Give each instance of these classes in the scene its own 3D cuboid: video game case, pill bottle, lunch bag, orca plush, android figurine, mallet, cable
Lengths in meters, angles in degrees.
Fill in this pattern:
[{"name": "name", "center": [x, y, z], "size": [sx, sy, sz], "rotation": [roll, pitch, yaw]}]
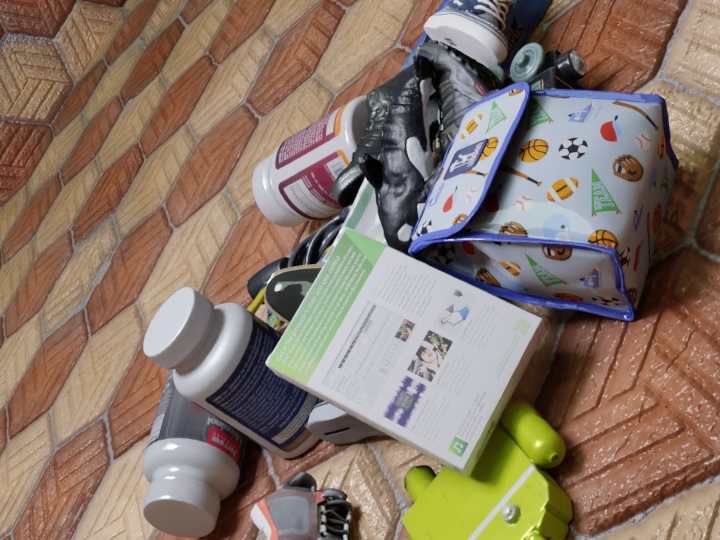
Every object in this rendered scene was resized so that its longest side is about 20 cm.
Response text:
[{"name": "video game case", "center": [0.136, -0.286, 1.430], "size": [0.201, 0.045, 0.181], "rotation": [-59, 27, -10]}, {"name": "pill bottle", "center": [-0.183, 0.192, 1.307], "size": [0.110, 0.110, 0.201], "rotation": [-30, 36, 36]}, {"name": "pill bottle", "center": [-0.039, -0.129, 1.449], "size": [0.199, 0.114, 0.115], "rotation": [-23, 40, 44]}, {"name": "lunch bag", "center": [0.154, -0.067, 1.001], "size": [0.198, 0.124, 0.171], "rotation": [9, 59, 29]}, {"name": "orca plush", "center": [0.036, -0.113, 1.151], "size": [0.105, 0.070, 0.203], "rotation": [30, 114, 58]}, {"name": "android figurine", "center": [0.098, 0.197, 0.945], "size": [0.182, 0.041, 0.200], "rotation": [-50, 26, 7]}, {"name": "mallet", "center": [-0.138, 0.058, 1.356], "size": [0.066, 0.041, 0.200], "rotation": [-28, 18, 43]}, {"name": "cable", "center": [0.000, 0.000, 1.273], "size": [0.198, 0.051, 0.165], "rotation": [-23, 55, 18]}, {"name": "pill bottle", "center": [-0.126, 0.105, 1.222], "size": [0.111, 0.199, 0.112], "rotation": [-36, 32, 28]}]

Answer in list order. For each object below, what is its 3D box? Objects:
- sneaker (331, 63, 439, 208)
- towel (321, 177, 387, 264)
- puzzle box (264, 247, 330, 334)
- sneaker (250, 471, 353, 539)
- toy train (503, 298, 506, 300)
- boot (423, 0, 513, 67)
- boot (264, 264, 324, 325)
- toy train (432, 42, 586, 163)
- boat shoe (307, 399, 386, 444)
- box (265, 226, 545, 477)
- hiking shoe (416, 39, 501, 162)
[{"name": "sneaker", "center": [0.032, -0.163, 1.333], "size": [0.199, 0.060, 0.104], "rotation": [-37, 56, -3]}, {"name": "towel", "center": [0.064, -0.039, 1.199], "size": [0.199, 0.031, 0.150], "rotation": [16, 75, 39]}, {"name": "puzzle box", "center": [-0.039, 0.000, 1.396], "size": [0.199, 0.025, 0.134], "rotation": [-34, 33, 33]}, {"name": "sneaker", "center": [-0.041, 0.240, 1.078], "size": [0.082, 0.077, 0.200], "rotation": [-49, 28, -5]}, {"name": "toy train", "center": [0.142, -0.021, 1.108], "size": [0.056, 0.042, 0.201], "rotation": [32, 85, 34]}, {"name": "boot", "center": [0.136, -0.288, 1.300], "size": [0.090, 0.073, 0.200], "rotation": [-48, 23, 3]}, {"name": "boot", "center": [-0.018, 0.041, 1.095], "size": [0.198, 0.138, 0.078], "rotation": [13, 95, 18]}, {"name": "toy train", "center": [0.155, -0.154, 1.219], "size": [0.199, 0.085, 0.115], "rotation": [-28, 46, 40]}, {"name": "boat shoe", "center": [0.014, 0.119, 1.127], "size": [0.199, 0.072, 0.072], "rotation": [-18, 48, 51]}, {"name": "box", "center": [0.038, 0.065, 0.987], "size": [0.199, 0.036, 0.145], "rotation": [26, 75, 20]}, {"name": "hiking shoe", "center": [0.100, -0.156, 1.168], "size": [0.101, 0.075, 0.200], "rotation": [-55, 44, 18]}]
